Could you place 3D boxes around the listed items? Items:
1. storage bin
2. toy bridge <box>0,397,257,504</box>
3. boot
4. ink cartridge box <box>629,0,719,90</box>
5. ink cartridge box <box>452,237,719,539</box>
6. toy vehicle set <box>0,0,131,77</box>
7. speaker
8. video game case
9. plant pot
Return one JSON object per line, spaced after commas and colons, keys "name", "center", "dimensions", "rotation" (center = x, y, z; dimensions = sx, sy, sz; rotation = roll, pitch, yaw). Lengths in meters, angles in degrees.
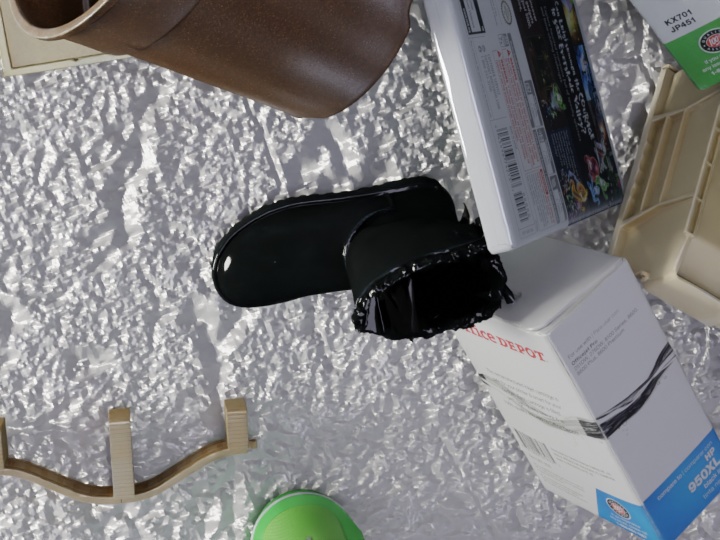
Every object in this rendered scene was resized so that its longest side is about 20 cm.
{"name": "storage bin", "center": [0.294, -0.031, 0.971], "dimensions": [0.199, 0.094, 0.200], "rotation": [28, 66, -16]}
{"name": "toy bridge", "center": [-0.174, 0.135, 1.009], "dimensions": [0.198, 0.027, 0.068], "rotation": [-3, 107, -10]}
{"name": "boot", "center": [0.000, 0.001, 0.934], "dimensions": [0.196, 0.163, 0.074], "rotation": [-16, 115, -5]}
{"name": "ink cartridge box", "center": [0.222, -0.232, 0.862], "dimensions": [0.146, 0.084, 0.200], "rotation": [-25, 124, 36]}
{"name": "ink cartridge box", "center": [0.156, 0.079, 0.974], "dimensions": [0.084, 0.144, 0.201], "rotation": [-40, 116, -17]}
{"name": "toy vehicle set", "center": [-0.192, -0.238, 0.912], "dimensions": [0.123, 0.027, 0.202], "rotation": [-9, 105, -8]}
{"name": "speaker", "center": [-0.030, 0.227, 0.967], "dimensions": [0.087, 0.200, 0.089], "rotation": [-2, 105, -10]}
{"name": "video game case", "center": [0.109, -0.125, 0.913], "dimensions": [0.023, 0.181, 0.202], "rotation": [-13, 94, 36]}
{"name": "plant pot", "center": [-0.080, -0.196, 0.846], "dimensions": [0.197, 0.200, 0.201], "rotation": [23, 100, -39]}
